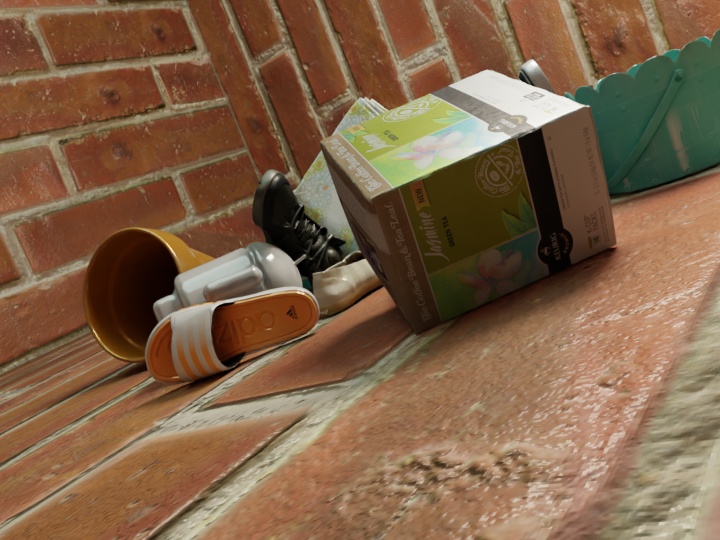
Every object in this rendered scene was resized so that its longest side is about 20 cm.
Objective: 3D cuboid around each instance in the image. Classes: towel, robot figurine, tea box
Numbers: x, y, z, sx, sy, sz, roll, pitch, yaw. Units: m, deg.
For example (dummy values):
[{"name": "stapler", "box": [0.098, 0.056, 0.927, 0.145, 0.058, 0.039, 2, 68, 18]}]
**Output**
[{"name": "towel", "box": [0.004, -0.130, 1.048, 0.048, 0.171, 0.201, 22, -71, -50]}, {"name": "robot figurine", "box": [-0.158, 0.036, 0.935, 0.199, 0.114, 0.170, -25, -8, -12]}, {"name": "tea box", "box": [0.088, -0.074, 0.676, 0.195, 0.135, 0.200, -25, 26, -5]}]

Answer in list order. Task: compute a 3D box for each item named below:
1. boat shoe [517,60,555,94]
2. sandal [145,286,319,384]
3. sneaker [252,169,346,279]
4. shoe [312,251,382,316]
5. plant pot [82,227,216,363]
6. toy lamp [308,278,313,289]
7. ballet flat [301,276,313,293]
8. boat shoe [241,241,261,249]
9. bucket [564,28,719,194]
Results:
[{"name": "boat shoe", "box": [0.211, -0.162, 0.922, 0.090, 0.201, 0.071, -26, 45, 8]}, {"name": "sandal", "box": [-0.146, 0.067, 0.800, 0.205, 0.080, 0.059, -20, 4, 5]}, {"name": "sneaker", "box": [-0.075, -0.053, 0.967, 0.113, 0.200, 0.077, 19, 61, 18]}, {"name": "shoe", "box": [0.000, 0.000, 0.953, 0.069, 0.054, 0.200, -18, 8, 34]}, {"name": "plant pot", "box": [-0.302, 0.038, 1.175, 0.199, 0.202, 0.183, -20, -9, 24]}, {"name": "toy lamp", "box": [0.016, -0.024, 1.079, 0.198, 0.059, 0.058, -25, 7, -9]}, {"name": "ballet flat", "box": [-0.104, 0.016, 1.122, 0.198, 0.076, 0.064, -20, -10, -8]}, {"name": "boat shoe", "box": [-0.196, 0.048, 1.038, 0.200, 0.063, 0.073, -44, 29, -9]}, {"name": "bucket", "box": [0.356, -0.185, 0.876, 0.205, 0.136, 0.207, -22, 6, 2]}]
